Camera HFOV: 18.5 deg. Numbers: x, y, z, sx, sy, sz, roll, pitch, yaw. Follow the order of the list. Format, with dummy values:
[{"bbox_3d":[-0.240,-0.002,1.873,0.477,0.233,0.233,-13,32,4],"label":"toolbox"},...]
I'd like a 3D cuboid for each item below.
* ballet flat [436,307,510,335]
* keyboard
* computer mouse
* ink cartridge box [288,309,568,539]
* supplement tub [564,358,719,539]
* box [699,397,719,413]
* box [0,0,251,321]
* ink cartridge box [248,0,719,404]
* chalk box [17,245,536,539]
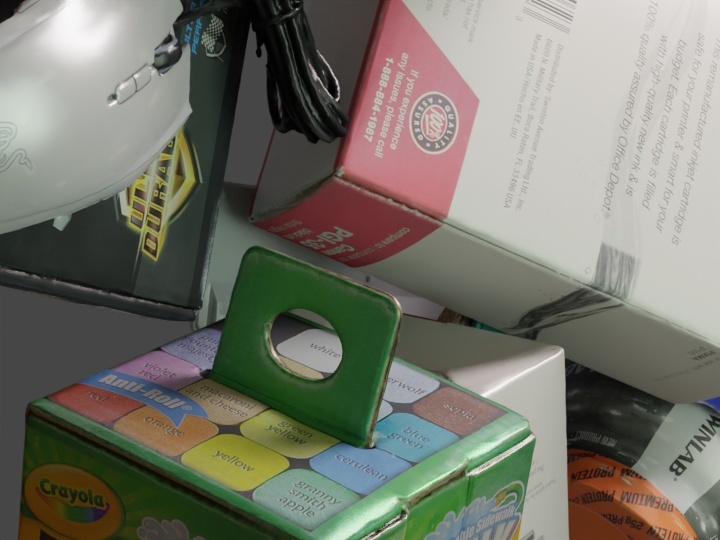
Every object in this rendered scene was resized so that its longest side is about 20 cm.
[{"bbox_3d":[0.033,0.089,0.897,0.068,0.067,0.201,-2,95,-51],"label":"ballet flat"},{"bbox_3d":[0.000,0.000,0.890,0.200,0.011,0.057,5,86,-54],"label":"keyboard"},{"bbox_3d":[-0.073,-0.059,0.672,0.200,0.044,0.110,-36,124,-45],"label":"computer mouse"},{"bbox_3d":[0.015,0.121,0.830,0.067,0.116,0.201,-25,119,-48],"label":"ink cartridge box"},{"bbox_3d":[0.149,0.067,1.005,0.200,0.122,0.123,-48,131,-39],"label":"supplement tub"},{"bbox_3d":[0.152,-0.033,0.956,0.119,0.041,0.201,-21,75,-37],"label":"box"},{"bbox_3d":[-0.099,-0.094,0.707,0.159,0.046,0.201,16,82,-54],"label":"box"},{"bbox_3d":[0.076,-0.051,0.840,0.199,0.083,0.147,24,68,-21],"label":"ink cartridge box"},{"bbox_3d":[-0.030,0.095,0.728,0.124,0.124,0.201,-24,128,-49],"label":"chalk box"}]
